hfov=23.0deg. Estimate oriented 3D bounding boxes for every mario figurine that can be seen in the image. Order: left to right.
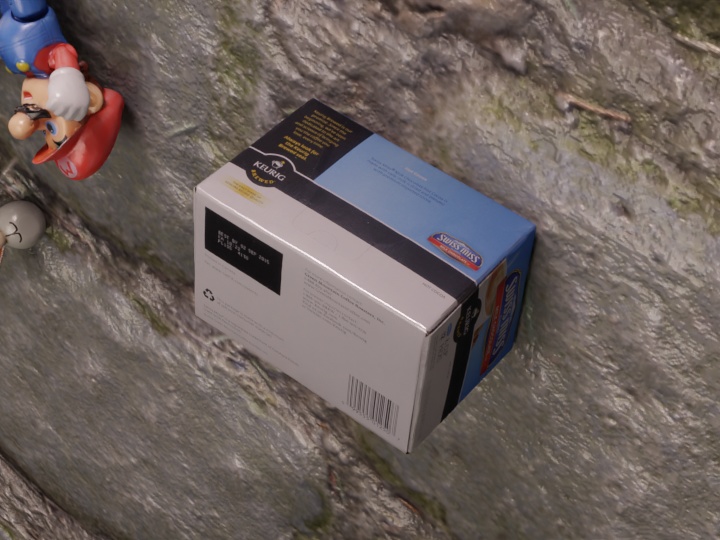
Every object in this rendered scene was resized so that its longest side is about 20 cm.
[{"bbox_3d":[-0.261,-0.159,1.363,0.106,0.123,0.200,-23,101,11],"label":"mario figurine"}]

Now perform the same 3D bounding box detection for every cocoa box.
[{"bbox_3d":[0.000,0.000,1.224,0.200,0.131,0.134,31,141,22],"label":"cocoa box"}]

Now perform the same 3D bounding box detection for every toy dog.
[{"bbox_3d":[-0.377,-0.023,1.623,0.132,0.096,0.200,48,144,0],"label":"toy dog"}]
